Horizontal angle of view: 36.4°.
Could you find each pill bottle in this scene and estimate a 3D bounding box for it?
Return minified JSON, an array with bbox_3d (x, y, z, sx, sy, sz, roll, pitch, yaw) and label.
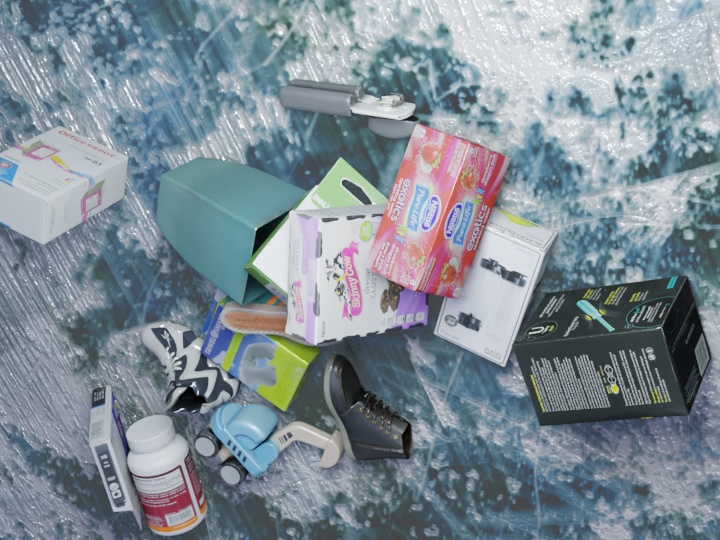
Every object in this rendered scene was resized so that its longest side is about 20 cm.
[{"bbox_3d":[-0.354,0.367,1.975,0.113,0.113,0.201,1,116,30],"label":"pill bottle"}]

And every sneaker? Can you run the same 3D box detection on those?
[{"bbox_3d":[0.016,0.211,1.704,0.106,0.075,0.200,-2,125,26],"label":"sneaker"},{"bbox_3d":[-0.112,0.059,1.689,0.199,0.080,0.072,10,133,1],"label":"sneaker"},{"bbox_3d":[-0.307,0.171,1.824,0.199,0.130,0.080,36,128,8],"label":"sneaker"}]

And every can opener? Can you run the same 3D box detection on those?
[{"bbox_3d":[-0.017,-0.219,1.480,0.199,0.053,0.067,15,124,23],"label":"can opener"}]

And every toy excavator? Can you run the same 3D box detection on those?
[{"bbox_3d":[-0.150,0.281,1.827,0.195,0.100,0.200,48,121,-4],"label":"toy excavator"}]

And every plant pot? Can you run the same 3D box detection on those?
[{"bbox_3d":[-0.198,-0.077,1.617,0.200,0.141,0.142,31,128,20],"label":"plant pot"}]

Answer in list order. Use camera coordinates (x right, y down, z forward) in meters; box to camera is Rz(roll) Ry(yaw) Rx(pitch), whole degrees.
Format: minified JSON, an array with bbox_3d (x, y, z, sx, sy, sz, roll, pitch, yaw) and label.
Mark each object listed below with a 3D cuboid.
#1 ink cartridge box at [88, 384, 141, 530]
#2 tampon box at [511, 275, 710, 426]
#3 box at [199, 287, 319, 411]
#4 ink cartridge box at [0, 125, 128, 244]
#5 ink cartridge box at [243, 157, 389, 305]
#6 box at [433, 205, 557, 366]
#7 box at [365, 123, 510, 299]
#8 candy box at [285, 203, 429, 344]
[{"bbox_3d":[-0.441,0.339,1.970,0.043,0.198,0.201,-16,114,-6],"label":"ink cartridge box"},{"bbox_3d":[0.323,0.104,1.405,0.199,0.150,0.127,-9,111,34],"label":"tampon box"},{"bbox_3d":[-0.174,0.124,1.774,0.200,0.048,0.122,33,128,9],"label":"box"},{"bbox_3d":[-0.479,-0.138,1.704,0.144,0.200,0.085,24,122,16],"label":"ink cartridge box"},{"bbox_3d":[-0.058,-0.047,1.523,0.104,0.200,0.059,41,163,-10],"label":"ink cartridge box"},{"bbox_3d":[0.183,0.019,1.496,0.116,0.060,0.201,24,127,17],"label":"box"},{"bbox_3d":[0.099,-0.074,1.403,0.095,0.100,0.201,27,100,40],"label":"box"},{"bbox_3d":[0.000,0.000,1.472,0.071,0.200,0.168,18,110,49],"label":"candy box"}]
